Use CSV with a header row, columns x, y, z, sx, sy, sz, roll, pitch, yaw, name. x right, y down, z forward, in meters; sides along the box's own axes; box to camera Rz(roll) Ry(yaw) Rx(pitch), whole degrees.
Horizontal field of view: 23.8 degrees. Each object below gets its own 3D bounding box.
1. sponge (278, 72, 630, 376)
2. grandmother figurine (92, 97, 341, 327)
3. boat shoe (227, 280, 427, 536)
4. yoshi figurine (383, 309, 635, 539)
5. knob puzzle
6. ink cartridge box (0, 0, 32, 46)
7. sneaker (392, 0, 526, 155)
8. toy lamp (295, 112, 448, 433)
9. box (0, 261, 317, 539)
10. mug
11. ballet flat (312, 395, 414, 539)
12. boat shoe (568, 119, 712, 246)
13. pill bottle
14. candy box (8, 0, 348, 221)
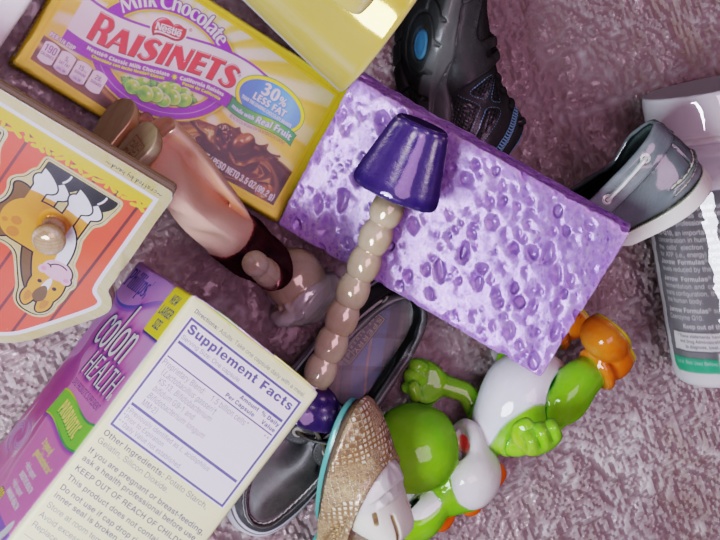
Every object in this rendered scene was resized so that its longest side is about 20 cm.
x,y,z,sx,sy,sz,roll,pitch,yaw,name
0.058,-0.030,1.088,0.199,0.030,0.112,30,107,5,sponge
-0.080,-0.025,1.073,0.061,0.121,0.200,-42,130,9,grandmother figurine
-0.024,0.089,1.130,0.069,0.057,0.200,34,86,-18,boat shoe
0.082,0.092,1.145,0.112,0.112,0.200,44,85,-1,yoshi figurine
-0.234,-0.022,1.008,0.218,0.031,0.220,3,128,4,knob puzzle
-0.259,-0.199,1.012,0.146,0.083,0.200,35,86,-17,ink cartridge box
0.067,-0.119,1.133,0.082,0.073,0.201,1,106,-20,sneaker
0.000,0.000,1.059,0.058,0.058,0.201,20,103,-18,toy lamp
-0.142,0.109,1.034,0.097,0.176,0.200,39,85,-17,box
-0.026,-0.218,1.039,0.153,0.187,0.150,35,75,-9,mug
0.002,0.168,1.103,0.070,0.065,0.201,-42,152,-46,ballet flat
0.130,-0.035,1.124,0.199,0.073,0.062,-28,117,23,boat shoe
0.255,-0.029,1.173,0.113,0.113,0.201,-14,101,-15,pill bottle
-0.113,-0.124,1.096,0.200,0.026,0.103,30,84,-18,candy box
